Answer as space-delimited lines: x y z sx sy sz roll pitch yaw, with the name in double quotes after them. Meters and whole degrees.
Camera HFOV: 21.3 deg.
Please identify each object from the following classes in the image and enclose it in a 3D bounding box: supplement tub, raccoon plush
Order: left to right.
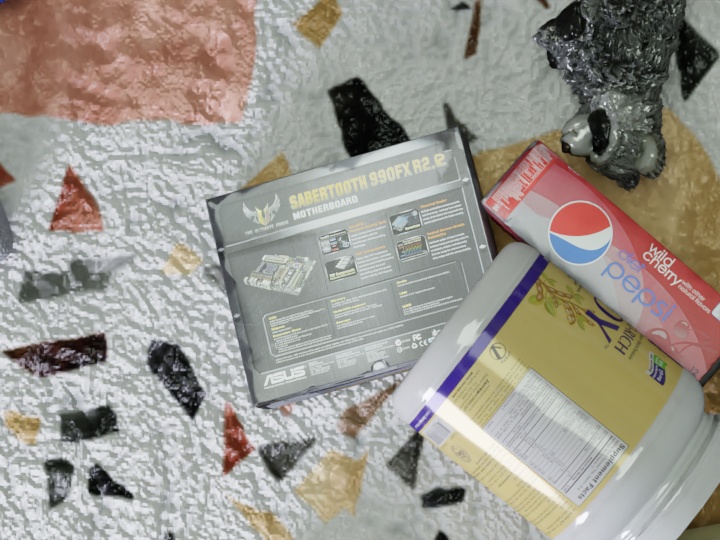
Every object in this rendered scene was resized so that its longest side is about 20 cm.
0.137 0.094 1.273 0.199 0.145 0.146 38 91 3 "supplement tub"
0.219 -0.150 1.354 0.199 0.097 0.135 -32 86 5 "raccoon plush"

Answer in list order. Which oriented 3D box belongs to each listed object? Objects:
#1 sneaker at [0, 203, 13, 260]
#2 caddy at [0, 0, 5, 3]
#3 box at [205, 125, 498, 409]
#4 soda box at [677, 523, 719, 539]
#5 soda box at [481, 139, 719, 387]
-0.355 -0.074 1.461 0.113 0.075 0.201 -31 81 3 "sneaker"
-0.329 -0.293 1.472 0.141 0.105 0.201 -44 76 28 "caddy"
0.000 0.000 1.396 0.198 0.048 0.160 -16 80 8 "box"
0.230 0.219 1.304 0.198 0.068 0.065 -13 110 10 "soda box"
0.180 -0.002 1.349 0.200 0.070 0.063 42 91 12 "soda box"
